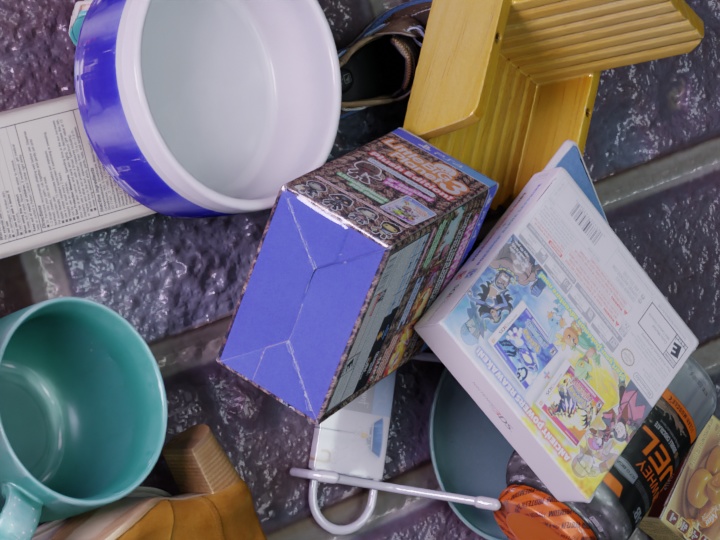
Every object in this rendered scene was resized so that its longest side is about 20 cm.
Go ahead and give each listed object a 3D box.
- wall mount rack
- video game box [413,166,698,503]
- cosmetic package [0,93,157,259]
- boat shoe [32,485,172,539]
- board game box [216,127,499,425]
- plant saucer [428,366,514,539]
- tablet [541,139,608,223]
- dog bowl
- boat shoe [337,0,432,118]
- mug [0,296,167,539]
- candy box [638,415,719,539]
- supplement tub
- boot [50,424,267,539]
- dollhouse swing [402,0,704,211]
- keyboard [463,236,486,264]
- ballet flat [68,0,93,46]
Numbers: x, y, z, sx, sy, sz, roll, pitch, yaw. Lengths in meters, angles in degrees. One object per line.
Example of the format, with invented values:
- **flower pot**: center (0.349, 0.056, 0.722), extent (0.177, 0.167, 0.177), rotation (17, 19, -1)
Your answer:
- **wall mount rack**: center (0.033, 0.124, 1.715), extent (0.173, 0.074, 0.202), rotation (11, 83, -26)
- **video game box**: center (0.161, 0.053, 1.664), extent (0.200, 0.047, 0.182), rotation (50, 59, -18)
- **cosmetic package**: center (-0.252, -0.068, 1.523), extent (0.199, 0.087, 0.104), rotation (-17, 99, -34)
- **boat shoe**: center (-0.229, 0.205, 1.562), extent (0.199, 0.057, 0.067), rotation (-17, 102, -39)
- **board game box**: center (0.000, 0.000, 1.586), extent (0.200, 0.096, 0.160), rotation (-30, 147, -59)
- **plant saucer**: center (0.131, 0.137, 1.813), extent (0.199, 0.036, 0.202), rotation (0, 90, -35)
- **tablet**: center (0.146, 0.001, 1.724), extent (0.200, 0.014, 0.131), rotation (-50, 130, -31)
- **dog bowl**: center (-0.110, -0.140, 1.531), extent (0.199, 0.078, 0.202), rotation (6, 81, -43)
- **boat shoe**: center (0.027, -0.171, 1.723), extent (0.199, 0.072, 0.073), rotation (-34, 108, -30)
- **mug**: center (-0.242, 0.111, 1.494), extent (0.185, 0.114, 0.153), rotation (-28, 96, -45)
- **candy box**: center (0.347, 0.231, 1.946), extent (0.200, 0.055, 0.116), rotation (38, 69, -27)
- **supplement tub**: center (0.206, 0.154, 1.769), extent (0.123, 0.122, 0.200), rotation (49, 64, -23)
- **boot**: center (-0.145, 0.225, 1.550), extent (0.201, 0.070, 0.145), rotation (-40, 116, -38)
- **dollhouse swing**: center (0.169, -0.146, 1.720), extent (0.200, 0.175, 0.183), rotation (29, 71, -58)
- **keyboard**: center (0.103, 0.018, 1.780), extent (0.199, 0.040, 0.105), rotation (2, 63, -38)
- **ballet flat**: center (-0.145, -0.168, 1.621), extent (0.199, 0.072, 0.072), rotation (30, 73, -32)
